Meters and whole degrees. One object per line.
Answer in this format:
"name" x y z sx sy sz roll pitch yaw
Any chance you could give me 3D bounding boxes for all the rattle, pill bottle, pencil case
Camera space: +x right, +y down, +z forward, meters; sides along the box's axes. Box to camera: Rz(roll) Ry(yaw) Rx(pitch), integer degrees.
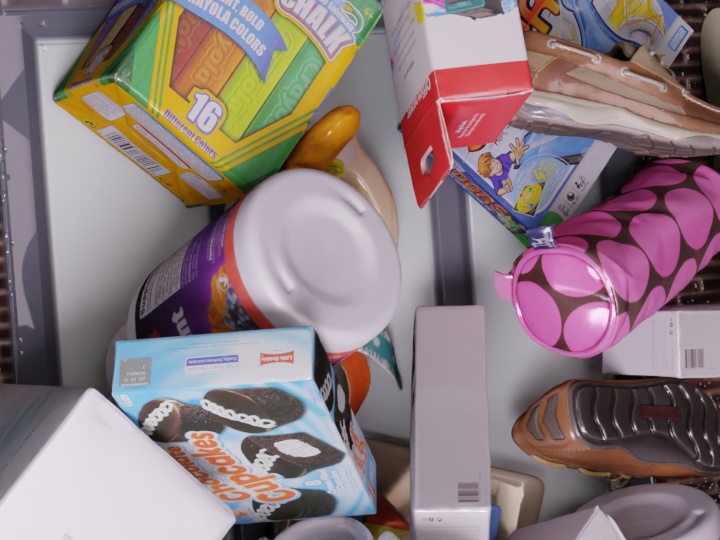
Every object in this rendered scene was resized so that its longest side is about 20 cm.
"rattle" 0.000 0.000 1.483 0.130 0.142 0.202 -14 89 -44
"pill bottle" -0.073 0.029 1.392 0.111 0.200 0.112 17 57 -29
"pill bottle" 0.210 0.260 1.583 0.111 0.111 0.202 -22 111 -25
"pencil case" 0.178 -0.015 1.565 0.200 0.093 0.092 -29 117 -51

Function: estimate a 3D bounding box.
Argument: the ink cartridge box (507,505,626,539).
"ink cartridge box" 0.118 0.270 1.438 0.146 0.083 0.200 57 44 -13

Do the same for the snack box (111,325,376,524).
"snack box" -0.064 0.095 1.339 0.115 0.200 0.037 -5 62 10

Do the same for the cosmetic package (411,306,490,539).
"cosmetic package" 0.057 0.116 1.466 0.050 0.201 0.083 -2 126 3

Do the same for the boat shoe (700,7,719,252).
"boat shoe" 0.290 -0.091 1.658 0.062 0.074 0.204 -1 85 -18

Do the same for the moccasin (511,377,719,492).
"moccasin" 0.188 0.118 1.605 0.200 0.077 0.074 1 72 -44

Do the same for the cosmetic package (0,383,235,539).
"cosmetic package" -0.207 0.179 1.338 0.123 0.200 0.200 43 72 -16

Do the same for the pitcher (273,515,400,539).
"pitcher" -0.048 0.216 1.337 0.199 0.171 0.122 -22 119 -25

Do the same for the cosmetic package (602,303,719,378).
"cosmetic package" 0.273 0.049 1.628 0.199 0.082 0.051 0 87 -35

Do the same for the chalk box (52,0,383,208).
"chalk box" -0.079 -0.157 1.451 0.125 0.124 0.201 38 74 -21

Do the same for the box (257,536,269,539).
"box" -0.011 0.269 1.444 0.199 0.060 0.117 31 54 -19

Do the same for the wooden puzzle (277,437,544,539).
"wooden puzzle" 0.031 0.214 1.535 0.198 0.046 0.187 15 85 -26

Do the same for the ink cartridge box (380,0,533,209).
"ink cartridge box" 0.060 -0.153 1.495 0.067 0.116 0.202 -7 79 -11

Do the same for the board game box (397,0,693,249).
"board game box" 0.132 -0.135 1.603 0.135 0.034 0.201 40 73 -20

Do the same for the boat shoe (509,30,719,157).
"boat shoe" 0.188 -0.122 1.570 0.198 0.076 0.073 10 84 -27
